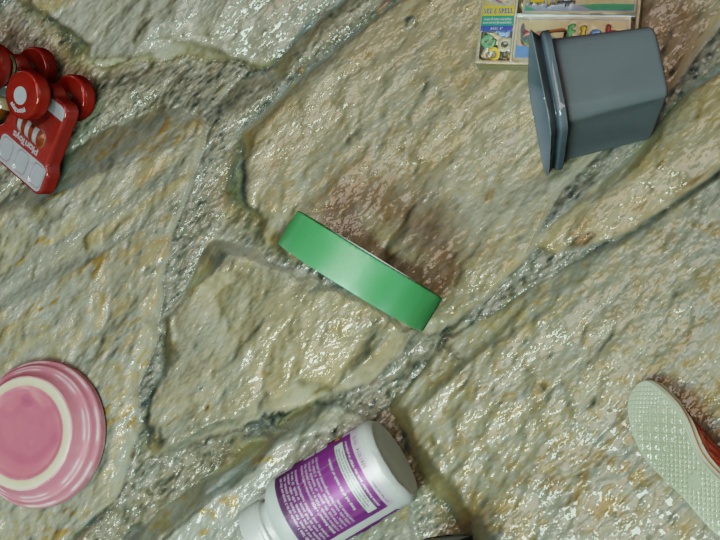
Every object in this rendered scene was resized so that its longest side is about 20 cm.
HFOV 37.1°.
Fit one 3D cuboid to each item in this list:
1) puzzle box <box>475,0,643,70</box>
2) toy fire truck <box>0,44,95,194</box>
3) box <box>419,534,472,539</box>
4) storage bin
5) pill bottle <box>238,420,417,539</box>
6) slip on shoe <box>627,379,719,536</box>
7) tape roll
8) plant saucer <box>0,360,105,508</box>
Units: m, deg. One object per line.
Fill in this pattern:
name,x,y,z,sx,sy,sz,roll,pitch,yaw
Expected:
puzzle box,0.247,-0.314,1.329,0.200,0.025,0.133,4,81,19
toy fire truck,-0.485,-0.223,1.525,0.200,0.112,0.168,36,112,21
box,0.094,0.399,1.187,0.048,0.158,0.200,-8,79,17
storage bin,0.266,-0.208,1.225,0.134,0.200,0.146,-10,77,5
pill bottle,-0.042,0.272,1.279,0.200,0.112,0.112,-33,72,10
slip on shoe,0.367,0.206,1.185,0.074,0.061,0.200,-54,54,29
tape roll,0.000,0.000,1.265,0.200,0.200,0.048,33,92,21
plant saucer,-0.444,0.221,1.456,0.200,0.051,0.201,-3,80,19
